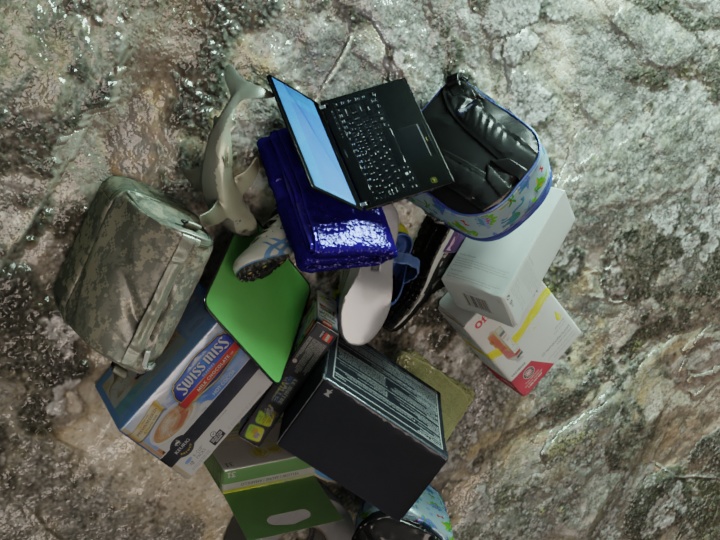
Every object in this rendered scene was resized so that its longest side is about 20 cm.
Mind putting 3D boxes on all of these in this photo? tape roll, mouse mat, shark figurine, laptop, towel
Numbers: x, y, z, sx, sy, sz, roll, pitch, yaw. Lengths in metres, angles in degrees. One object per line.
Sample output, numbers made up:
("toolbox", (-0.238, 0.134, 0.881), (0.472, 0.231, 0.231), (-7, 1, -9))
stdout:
("tape roll", (-0.108, 0.420, 1.547), (0.198, 0.066, 0.203), (-11, 114, -26))
("mouse mat", (-0.129, 0.032, 1.315), (0.007, 0.201, 0.161), (-22, 121, 29))
("shark figurine", (-0.182, -0.140, 1.257), (0.128, 0.089, 0.217), (-23, 122, -52))
("laptop", (0.002, -0.178, 1.281), (0.198, 0.179, 0.104), (-18, 156, -11))
("towel", (-0.041, -0.098, 1.307), (0.146, 0.202, 0.050), (-7, 154, -27))
("towel", (0.086, 0.214, 1.558), (0.199, 0.036, 0.149), (35, 86, -43))

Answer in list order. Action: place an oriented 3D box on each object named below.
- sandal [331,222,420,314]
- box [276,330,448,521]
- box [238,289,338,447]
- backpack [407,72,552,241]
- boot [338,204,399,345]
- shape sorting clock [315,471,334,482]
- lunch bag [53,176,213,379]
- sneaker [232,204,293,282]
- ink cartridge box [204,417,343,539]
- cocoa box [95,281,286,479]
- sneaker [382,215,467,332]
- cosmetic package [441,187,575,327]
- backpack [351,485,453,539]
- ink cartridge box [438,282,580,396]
("sandal", (0.021, 0.030, 1.449), (0.079, 0.087, 0.202), (23, 99, -36))
("box", (0.003, 0.200, 1.373), (0.199, 0.199, 0.124), (34, 105, -9))
("box", (-0.098, 0.133, 1.382), (0.035, 0.110, 0.201), (31, 106, -13))
("backpack", (0.160, -0.137, 1.390), (0.183, 0.200, 0.147), (-47, 144, -6))
("boot", (0.000, 0.000, 1.400), (0.073, 0.095, 0.203), (15, 87, -23))
("shape sorting clock", (-0.003, 0.239, 1.548), (0.198, 0.039, 0.202), (-11, 115, -25))
("lunch bag", (-0.269, 0.009, 1.225), (0.138, 0.168, 0.202), (23, 98, -34))
("sneaker", (-0.108, -0.045, 1.319), (0.073, 0.072, 0.200), (53, 39, -2))
("ink cartridge box", (-0.125, 0.282, 1.398), (0.144, 0.200, 0.049), (-6, 115, -27))
("cocoa box", (-0.224, 0.138, 1.324), (0.200, 0.133, 0.131), (-48, 125, -4))
("sneaker", (0.106, 0.012, 1.500), (0.087, 0.076, 0.201), (29, 94, -40))
("cosmetic package", (0.219, -0.032, 1.482), (0.201, 0.112, 0.081), (-55, 140, -19))
("backpack", (0.067, 0.395, 1.560), (0.162, 0.200, 0.155), (27, 82, -1))
("ink cartridge box", (0.236, 0.079, 1.591), (0.145, 0.083, 0.200), (-47, 125, -4))
